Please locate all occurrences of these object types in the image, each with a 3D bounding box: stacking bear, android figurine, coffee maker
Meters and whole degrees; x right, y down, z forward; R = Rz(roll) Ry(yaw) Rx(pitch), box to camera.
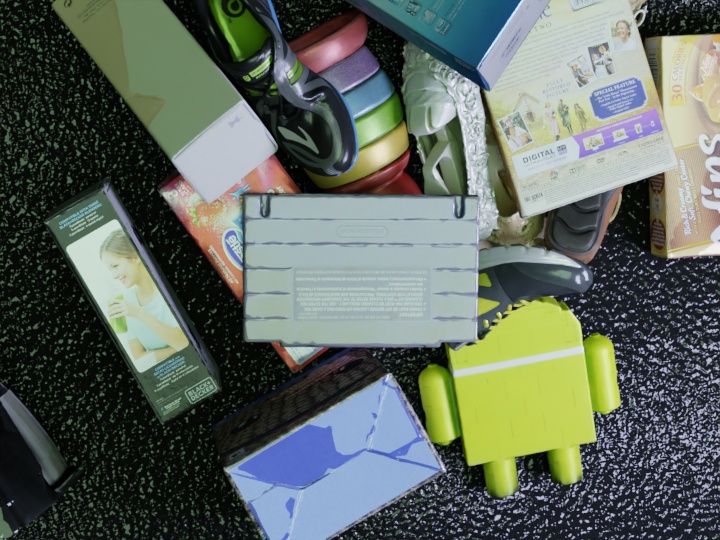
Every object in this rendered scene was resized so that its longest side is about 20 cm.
[{"bbox_3d":[-0.006,-0.109,1.595,0.121,0.114,0.201,-28,104,-7],"label":"stacking bear"},{"bbox_3d":[0.144,0.102,1.660,0.181,0.041,0.201,-12,103,-2],"label":"android figurine"},{"bbox_3d":[-0.347,0.134,1.527,0.134,0.192,0.201,-30,98,13],"label":"coffee maker"}]

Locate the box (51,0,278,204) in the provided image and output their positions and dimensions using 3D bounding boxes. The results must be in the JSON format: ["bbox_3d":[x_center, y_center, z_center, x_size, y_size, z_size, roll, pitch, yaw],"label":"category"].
[{"bbox_3d":[-0.162,-0.161,1.522,0.078,0.095,0.200,-38,61,-1],"label":"box"}]

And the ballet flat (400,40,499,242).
[{"bbox_3d":[0.073,-0.110,1.570,0.071,0.072,0.201,-18,107,-6],"label":"ballet flat"}]

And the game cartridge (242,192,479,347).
[{"bbox_3d":[0.000,0.000,1.540,0.199,0.038,0.130,1,100,-3],"label":"game cartridge"}]

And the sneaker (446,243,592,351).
[{"bbox_3d":[0.107,0.027,1.594,0.199,0.074,0.085,-5,79,24],"label":"sneaker"}]

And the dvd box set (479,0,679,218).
[{"bbox_3d":[0.175,-0.162,1.572,0.146,0.029,0.201,-19,96,-3],"label":"dvd box set"}]

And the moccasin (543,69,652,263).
[{"bbox_3d":[0.215,-0.097,1.643,0.073,0.078,0.202,11,78,7],"label":"moccasin"}]

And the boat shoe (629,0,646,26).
[{"bbox_3d":[0.202,-0.198,1.621,0.200,0.073,0.063,-40,86,-6],"label":"boat shoe"}]

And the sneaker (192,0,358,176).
[{"bbox_3d":[-0.076,-0.157,1.488,0.071,0.083,0.200,-30,98,23],"label":"sneaker"}]

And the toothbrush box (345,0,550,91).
[{"bbox_3d":[0.060,-0.266,1.510,0.200,0.085,0.147,33,89,13],"label":"toothbrush box"}]

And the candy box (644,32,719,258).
[{"bbox_3d":[0.322,-0.115,1.663,0.115,0.055,0.201,-3,97,-8],"label":"candy box"}]

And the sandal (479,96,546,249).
[{"bbox_3d":[0.125,-0.061,1.634,0.077,0.070,0.213,-25,99,-5],"label":"sandal"}]

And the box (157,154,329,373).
[{"bbox_3d":[-0.081,-0.022,1.596,0.100,0.095,0.200,-37,99,-3],"label":"box"}]

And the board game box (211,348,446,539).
[{"bbox_3d":[-0.033,0.152,1.567,0.159,0.200,0.097,-30,98,-5],"label":"board game box"}]

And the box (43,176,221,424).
[{"bbox_3d":[-0.195,0.023,1.576,0.060,0.117,0.201,-29,100,-2],"label":"box"}]
